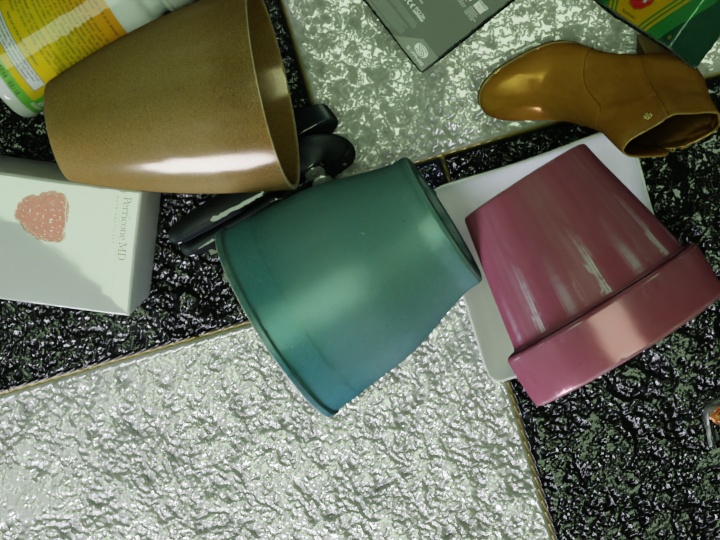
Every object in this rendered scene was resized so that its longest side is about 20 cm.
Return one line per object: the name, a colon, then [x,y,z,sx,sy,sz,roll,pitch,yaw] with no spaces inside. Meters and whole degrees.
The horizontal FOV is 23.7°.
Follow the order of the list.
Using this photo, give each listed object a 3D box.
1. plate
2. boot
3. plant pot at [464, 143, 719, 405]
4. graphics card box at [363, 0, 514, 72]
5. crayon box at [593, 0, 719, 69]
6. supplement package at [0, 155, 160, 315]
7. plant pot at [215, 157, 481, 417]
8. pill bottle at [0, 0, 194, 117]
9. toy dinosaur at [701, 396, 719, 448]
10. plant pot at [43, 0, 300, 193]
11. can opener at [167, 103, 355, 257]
plate: [0.188,-0.015,1.634,0.200,0.032,0.200,-18,99,6]
boot: [0.214,-0.148,1.549,0.201,0.144,0.071,-14,129,2]
plant pot: [0.192,-0.004,1.526,0.200,0.200,0.179,-33,88,8]
graphics card box: [0.096,-0.291,1.582,0.200,0.051,0.125,-39,96,7]
crayon box: [0.309,-0.296,1.534,0.051,0.127,0.200,28,102,-43]
supplement package: [-0.298,-0.037,1.610,0.200,0.120,0.121,7,99,1]
plant pot: [0.000,0.000,1.562,0.188,0.200,0.200,-32,97,6]
pill bottle: [-0.253,-0.236,1.578,0.200,0.111,0.111,-30,97,8]
toy dinosaur: [0.388,0.118,1.621,0.136,0.102,0.200,-6,122,20]
plant pot: [-0.172,-0.145,1.521,0.200,0.186,0.187,-11,99,6]
can opener: [-0.093,-0.074,1.632,0.200,0.079,0.063,-37,135,11]
